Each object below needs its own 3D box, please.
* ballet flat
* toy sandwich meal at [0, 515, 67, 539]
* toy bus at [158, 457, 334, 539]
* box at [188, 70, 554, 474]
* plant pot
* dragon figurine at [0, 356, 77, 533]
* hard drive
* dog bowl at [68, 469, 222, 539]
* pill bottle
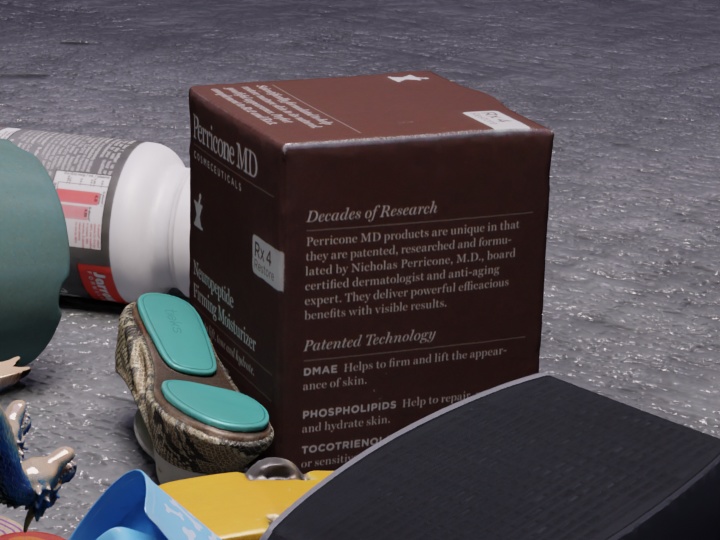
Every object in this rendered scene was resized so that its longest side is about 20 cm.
[{"bbox_3d":[-0.097,0.080,1.134,0.068,0.075,0.200,11,17,-23],"label":"ballet flat"},{"bbox_3d":[-0.200,0.143,0.918,0.205,0.070,0.205,2,17,0],"label":"toy sandwich meal"},{"bbox_3d":[0.000,0.134,0.933,0.200,0.078,0.065,2,18,-18],"label":"toy bus"},{"bbox_3d":[0.000,0.000,1.189,0.164,0.200,0.166,-6,18,-22],"label":"box"},{"bbox_3d":[-0.295,-0.007,1.226,0.196,0.200,0.200,-4,16,-43],"label":"plant pot"},{"bbox_3d":[-0.188,0.093,0.866,0.059,0.099,0.200,17,31,23],"label":"dragon figurine"},{"bbox_3d":[0.059,0.100,0.812,0.135,0.042,0.200,20,30,36],"label":"hard drive"},{"bbox_3d":[-0.092,0.162,0.779,0.050,0.111,0.200,30,23,-17],"label":"dog bowl"},{"bbox_3d":[-0.187,-0.037,1.436,0.200,0.116,0.116,7,18,16],"label":"pill bottle"}]
